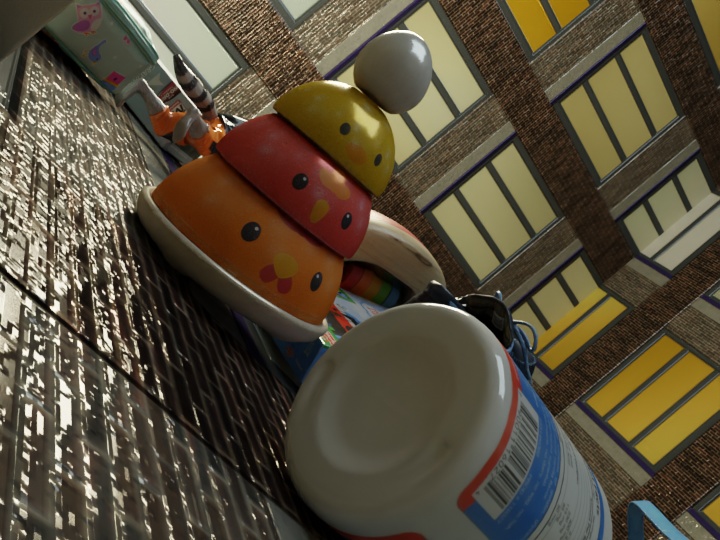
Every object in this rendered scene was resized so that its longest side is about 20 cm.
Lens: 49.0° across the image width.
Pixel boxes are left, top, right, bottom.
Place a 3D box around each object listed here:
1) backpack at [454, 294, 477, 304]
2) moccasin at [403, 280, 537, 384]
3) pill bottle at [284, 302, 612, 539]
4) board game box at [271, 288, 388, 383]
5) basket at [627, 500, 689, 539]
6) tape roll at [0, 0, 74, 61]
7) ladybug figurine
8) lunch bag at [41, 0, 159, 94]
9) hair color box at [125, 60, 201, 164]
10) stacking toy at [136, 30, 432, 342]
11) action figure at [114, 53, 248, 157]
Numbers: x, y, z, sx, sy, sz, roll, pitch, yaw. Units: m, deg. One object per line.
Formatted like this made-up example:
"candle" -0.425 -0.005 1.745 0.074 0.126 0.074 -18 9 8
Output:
"backpack" 0.127 0.148 0.902 0.167 0.126 0.201 58 16 -63
"moccasin" 0.101 0.055 0.637 0.080 0.068 0.200 39 12 31
"pill bottle" 0.059 0.116 0.399 0.200 0.112 0.112 52 -1 -38
"board game box" 0.013 0.064 0.635 0.200 0.037 0.151 25 12 -34
"basket" 0.292 0.339 0.746 0.176 0.139 0.201 -97 -177 -85
"tape roll" -0.172 -0.233 0.431 0.139 0.203 0.203 51 -1 -26
"ladybug figurine" 0.000 0.000 0.729 0.200 0.135 0.072 38 33 -42
"lunch bag" -0.280 -0.268 0.737 0.200 0.077 0.160 50 0 18
"hair color box" -0.256 -0.225 0.930 0.200 0.061 0.099 50 0 8
"stacking toy" -0.029 -0.070 0.496 0.146 0.200 0.146 38 5 -4
"action figure" -0.126 -0.132 0.816 0.200 0.105 0.193 16 -4 36
